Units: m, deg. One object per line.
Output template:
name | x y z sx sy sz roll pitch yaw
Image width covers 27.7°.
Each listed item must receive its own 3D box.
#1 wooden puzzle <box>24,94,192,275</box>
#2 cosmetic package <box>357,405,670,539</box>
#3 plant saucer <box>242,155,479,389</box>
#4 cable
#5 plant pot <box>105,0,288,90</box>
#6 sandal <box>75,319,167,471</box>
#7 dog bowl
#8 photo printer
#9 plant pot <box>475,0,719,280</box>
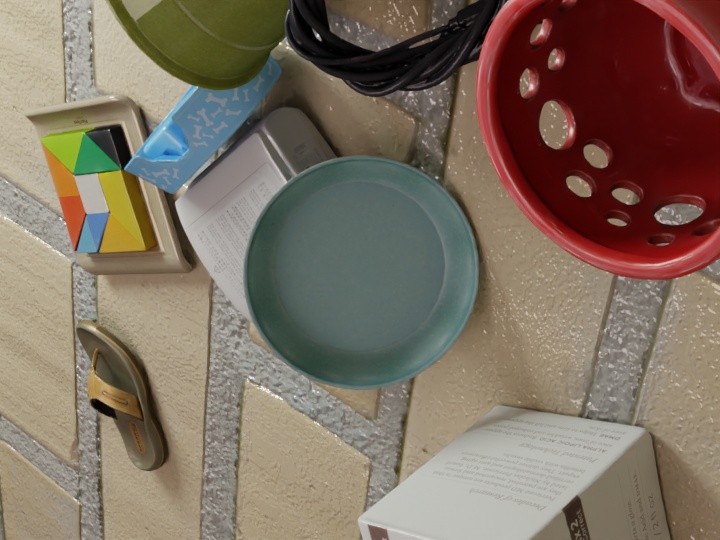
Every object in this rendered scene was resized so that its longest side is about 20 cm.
wooden puzzle | -0.271 -0.082 1.532 0.184 0.037 0.201 -1 114 45
cosmetic package | 0.134 0.236 1.205 0.165 0.200 0.166 4 119 44
plant saucer | 0.000 0.000 1.235 0.036 0.199 0.201 -108 -4 -77
cable | 0.034 -0.203 1.041 0.199 0.051 0.163 -15 137 14
plant pot | -0.073 -0.265 1.116 0.189 0.200 0.201 -21 100 38
sandal | -0.283 0.151 1.684 0.080 0.054 0.201 2 117 44
dog bowl | -0.138 -0.137 1.298 0.050 0.112 0.200 40 142 -10
photo printer | -0.080 -0.038 1.342 0.167 0.069 0.200 55 140 -1
plant pot | 0.201 -0.119 0.917 0.200 0.182 0.201 24 130 32
